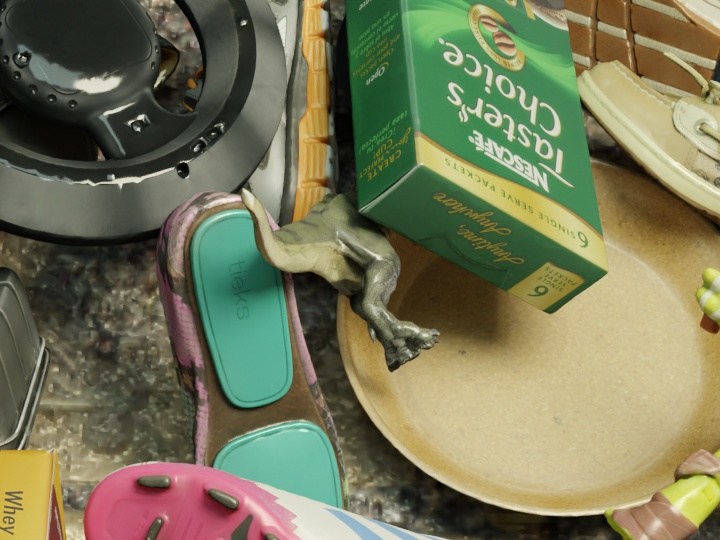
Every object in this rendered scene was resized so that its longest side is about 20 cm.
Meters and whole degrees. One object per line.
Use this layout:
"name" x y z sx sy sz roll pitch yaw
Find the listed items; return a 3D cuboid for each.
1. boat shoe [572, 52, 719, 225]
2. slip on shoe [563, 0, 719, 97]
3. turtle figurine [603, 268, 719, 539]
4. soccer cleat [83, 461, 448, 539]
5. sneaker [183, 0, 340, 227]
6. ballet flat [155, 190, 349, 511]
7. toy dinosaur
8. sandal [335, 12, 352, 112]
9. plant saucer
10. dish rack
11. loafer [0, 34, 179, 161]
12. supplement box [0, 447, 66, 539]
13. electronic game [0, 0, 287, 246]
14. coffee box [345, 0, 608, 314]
"boat shoe" 0.193 -0.047 1.022 0.200 0.073 0.063 36 102 12
"slip on shoe" 0.178 -0.108 1.089 0.200 0.076 0.061 24 18 21
"turtle figurine" 0.193 0.080 0.924 0.161 0.200 0.064 -49 36 -4
"soccer cleat" -0.016 0.131 0.882 0.200 0.086 0.070 18 90 4
"sneaker" -0.050 -0.092 1.053 0.077 0.078 0.200 -3 56 4
"ballet flat" -0.050 0.063 0.936 0.069 0.071 0.200 -13 96 -19
"toy dinosaur" 0.000 0.000 0.930 0.047 0.200 0.088 -33 85 18
"sandal" 0.032 -0.134 1.085 0.075 0.045 0.200 32 47 -31
"plant saucer" 0.088 0.034 0.999 0.200 0.035 0.200 2 56 -2
"dish rack" -0.241 0.047 0.919 0.200 0.055 0.153 -7 17 0
"loafer" -0.157 -0.069 1.010 0.072 0.073 0.200 16 46 17
"supplement box" -0.218 0.183 0.820 0.200 0.133 0.197 1 56 -3
"electronic game" -0.132 -0.100 0.981 0.200 0.042 0.200 7 60 -13
"coffee box" 0.051 -0.086 0.991 0.123 0.044 0.200 29 41 -32
